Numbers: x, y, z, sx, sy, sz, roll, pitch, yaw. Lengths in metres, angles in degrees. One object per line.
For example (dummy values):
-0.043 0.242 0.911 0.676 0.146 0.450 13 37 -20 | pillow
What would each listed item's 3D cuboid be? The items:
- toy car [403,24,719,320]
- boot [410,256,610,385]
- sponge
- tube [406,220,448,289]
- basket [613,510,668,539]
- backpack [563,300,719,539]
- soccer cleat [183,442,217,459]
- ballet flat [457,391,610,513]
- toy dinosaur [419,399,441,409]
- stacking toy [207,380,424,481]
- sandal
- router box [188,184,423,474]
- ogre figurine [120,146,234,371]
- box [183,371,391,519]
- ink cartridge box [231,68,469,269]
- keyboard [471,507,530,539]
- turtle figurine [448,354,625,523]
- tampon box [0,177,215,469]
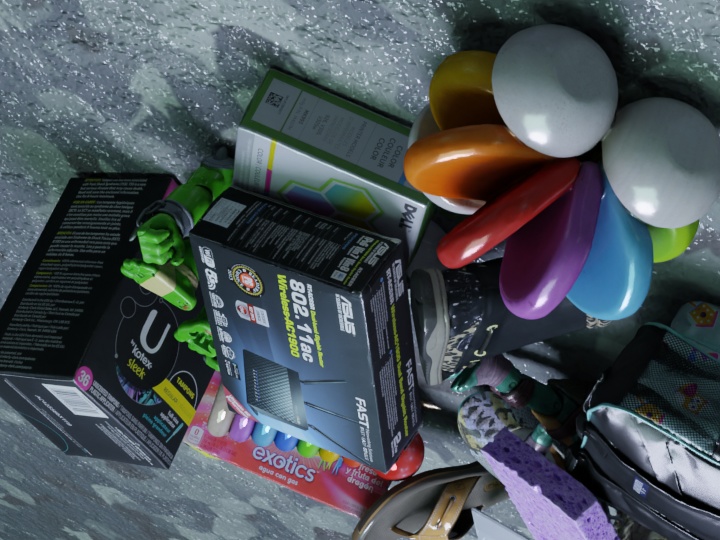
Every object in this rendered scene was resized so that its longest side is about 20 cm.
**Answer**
0.117 -0.044 1.040 0.199 0.150 0.175 31 152 -13 | toy car
0.116 0.033 1.228 0.153 0.074 0.204 -10 167 2 | boot
0.172 0.213 1.333 0.111 0.030 0.200 34 163 42 | sponge
0.000 0.000 1.338 0.077 0.051 0.200 36 156 -21 | tube
0.292 0.239 1.433 0.135 0.124 0.200 23 153 5 | basket
0.273 0.132 1.218 0.200 0.153 0.176 36 156 18 | backpack
-0.159 0.138 1.695 0.083 0.065 0.200 -4 141 39 | soccer cleat
0.165 0.184 1.484 0.072 0.072 0.200 -9 133 48 | ballet flat
-0.025 0.032 1.294 0.106 0.060 0.201 -6 110 56 | toy dinosaur
-0.036 0.139 1.515 0.199 0.086 0.085 18 154 -3 | stacking toy
0.088 0.221 1.527 0.199 0.055 0.082 -15 142 -10 | sandal
-0.037 0.046 1.232 0.149 0.062 0.201 18 139 26 | router box
-0.116 -0.011 1.329 0.098 0.120 0.200 5 146 42 | ogre figurine
-0.060 0.163 1.597 0.199 0.095 0.103 23 172 5 | box
0.008 -0.061 1.200 0.199 0.059 0.104 23 153 4 | ink cartridge box
0.183 0.271 1.465 0.199 0.011 0.056 28 149 27 | keyboard
0.164 0.133 1.373 0.200 0.101 0.150 38 165 -6 | turtle figurine
-0.205 0.043 1.409 0.126 0.201 0.150 3 148 35 | tampon box
